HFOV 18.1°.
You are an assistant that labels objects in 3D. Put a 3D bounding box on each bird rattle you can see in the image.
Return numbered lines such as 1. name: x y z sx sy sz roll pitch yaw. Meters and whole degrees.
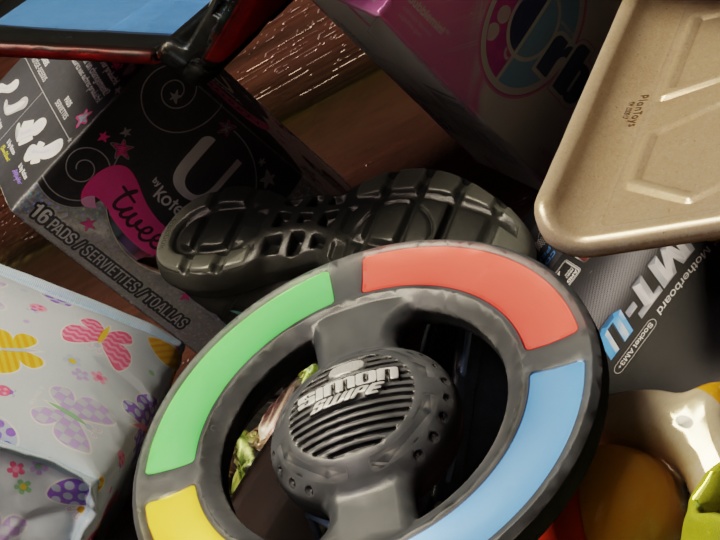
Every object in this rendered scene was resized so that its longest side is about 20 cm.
1. bird rattle: 0.093 0.125 0.870 0.200 0.113 0.163 -25 42 32

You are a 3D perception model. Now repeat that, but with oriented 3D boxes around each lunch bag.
1. lunch bag: -0.216 0.079 1.195 0.170 0.199 0.127 -67 0 -63

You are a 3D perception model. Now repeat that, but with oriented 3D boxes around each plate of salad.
1. plate of salad: -0.049 0.108 1.035 0.200 0.048 0.200 -56 -12 -19

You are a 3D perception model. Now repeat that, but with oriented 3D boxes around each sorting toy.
1. sorting toy: 0.189 -0.070 0.936 0.199 0.037 0.185 -5 36 27

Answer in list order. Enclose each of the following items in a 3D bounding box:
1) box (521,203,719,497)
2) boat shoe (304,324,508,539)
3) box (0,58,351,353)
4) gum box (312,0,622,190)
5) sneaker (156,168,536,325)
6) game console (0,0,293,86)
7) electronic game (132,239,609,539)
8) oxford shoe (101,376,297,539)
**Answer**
1. box: 0.131 0.018 1.002 0.200 0.050 0.198 -52 30 1
2. boat shoe: 0.016 0.100 0.968 0.084 0.069 0.201 -6 58 53
3. box: -0.089 -0.041 1.199 0.115 0.200 0.132 -47 32 6
4. gum box: 0.067 -0.129 1.095 0.066 0.200 0.114 28 83 40
5. sneaker: 0.000 0.000 1.091 0.199 0.079 0.076 2 51 32
6. game console: -0.081 -0.170 1.087 0.173 0.118 0.200 -57 0 25
7. electronic game: 0.002 0.063 0.890 0.199 0.042 0.200 -17 40 15
8. oxford shoe: -0.081 0.129 1.158 0.200 0.073 0.084 -60 -10 11
